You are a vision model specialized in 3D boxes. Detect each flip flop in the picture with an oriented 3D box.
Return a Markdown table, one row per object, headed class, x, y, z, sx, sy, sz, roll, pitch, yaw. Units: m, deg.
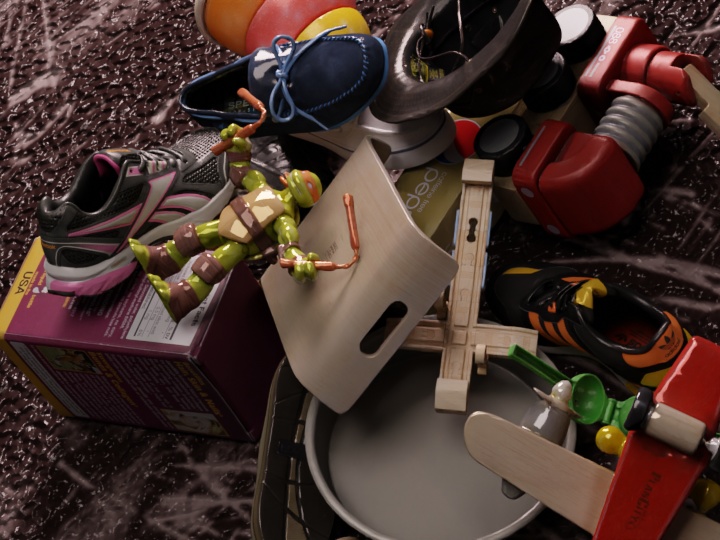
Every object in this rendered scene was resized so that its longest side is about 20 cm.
| class | x | y | z | sx | sy | sz | roll | pitch | yaw |
| --- | --- | --- | --- | --- | --- | --- | --- | --- | --- |
| flip flop | -0.042 | 0.139 | 1.482 | 0.081 | 0.058 | 0.201 | 18 | 59 | -9 |

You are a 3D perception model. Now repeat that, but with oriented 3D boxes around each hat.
| class | x | y | z | sx | sy | sz | roll | pitch | yaw |
| --- | --- | --- | --- | --- | --- | --- | --- | --- | --- |
| hat | 0.100 | -0.174 | 1.508 | 0.200 | 0.081 | 0.201 | -38 | 28 | 25 |

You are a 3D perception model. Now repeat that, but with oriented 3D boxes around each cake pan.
| class | x | y | z | sx | sy | sz | roll | pitch | yaw |
| --- | --- | --- | --- | --- | --- | --- | --- | --- | --- |
| cake pan | 0.059 | 0.124 | 1.429 | 0.198 | 0.037 | 0.201 | -3 | 55 | 4 |

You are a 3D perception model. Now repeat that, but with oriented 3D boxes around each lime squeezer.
| class | x | y | z | sx | sy | sz | roll | pitch | yaw |
| --- | --- | --- | --- | --- | --- | --- | --- | --- | --- |
| lime squeezer | 0.189 | 0.094 | 1.386 | 0.199 | 0.071 | 0.038 | 23 | 58 | -8 |

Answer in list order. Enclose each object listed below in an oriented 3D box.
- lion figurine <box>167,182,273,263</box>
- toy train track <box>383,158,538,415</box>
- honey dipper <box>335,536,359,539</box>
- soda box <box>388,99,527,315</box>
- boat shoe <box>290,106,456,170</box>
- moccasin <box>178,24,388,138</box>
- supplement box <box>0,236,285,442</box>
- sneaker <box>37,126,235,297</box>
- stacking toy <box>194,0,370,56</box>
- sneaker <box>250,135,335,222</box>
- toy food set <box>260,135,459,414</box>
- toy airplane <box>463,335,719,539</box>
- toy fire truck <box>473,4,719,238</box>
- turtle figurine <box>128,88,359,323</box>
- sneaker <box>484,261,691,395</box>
| class | x | y | z | sx | sy | sz | roll | pitch | yaw |
| --- | --- | --- | --- | --- | --- | --- | --- | --- | --- |
| lion figurine | -0.142 | -0.019 | 1.636 | 0.200 | 0.072 | 0.123 | -46 | 66 | 30 |
| toy train track | 0.078 | 0.006 | 1.441 | 0.114 | 0.033 | 0.202 | 4 | 68 | 10 |
| honey dipper | 0.024 | 0.273 | 1.368 | 0.038 | 0.038 | 0.200 | -32 | 51 | 1 |
| soda box | 0.072 | -0.060 | 1.568 | 0.064 | 0.068 | 0.201 | 19 | 66 | 36 |
| boat shoe | -0.012 | -0.135 | 1.586 | 0.199 | 0.065 | 0.074 | 13 | 59 | 38 |
| moccasin | -0.065 | -0.140 | 1.546 | 0.199 | 0.068 | 0.081 | -19 | 69 | 41 |
| supplement box | -0.173 | 0.053 | 1.562 | 0.199 | 0.131 | 0.104 | 6 | 57 | 28 |
| sneaker | -0.173 | -0.063 | 1.519 | 0.080 | 0.087 | 0.200 | 13 | 42 | 34 |
| stacking toy | -0.040 | -0.200 | 1.709 | 0.146 | 0.146 | 0.200 | -37 | 65 | -4 |
| sneaker | -0.054 | -0.101 | 1.666 | 0.199 | 0.060 | 0.105 | 22 | 71 | 39 |
| toy food set | 0.000 | 0.000 | 1.466 | 0.144 | 0.060 | 0.200 | -52 | 27 | 15 |
| toy airplane | 0.191 | 0.158 | 1.314 | 0.198 | 0.201 | 0.141 | -21 | 8 | 20 |
| toy fire truck | 0.220 | -0.099 | 1.508 | 0.199 | 0.129 | 0.177 | 14 | 63 | 44 |
| turtle figurine | -0.093 | -0.038 | 1.471 | 0.161 | 0.065 | 0.201 | -31 | 57 | -3 |
| sneaker | 0.167 | 0.027 | 1.443 | 0.199 | 0.090 | 0.070 | 29 | 71 | 38 |
